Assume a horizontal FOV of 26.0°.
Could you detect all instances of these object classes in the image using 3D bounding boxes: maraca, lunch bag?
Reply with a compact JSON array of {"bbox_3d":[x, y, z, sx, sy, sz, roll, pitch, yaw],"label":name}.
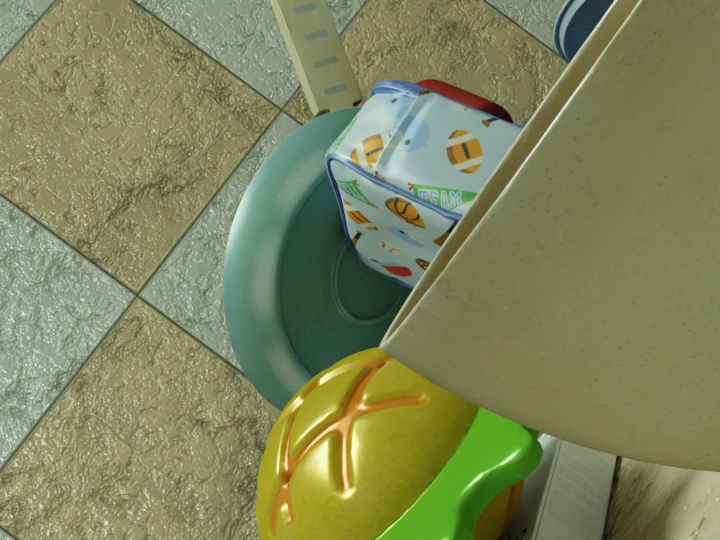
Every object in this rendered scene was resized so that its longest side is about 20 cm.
[{"bbox_3d":[0.018,0.090,0.661,0.137,0.107,0.200,-52,12,-13],"label":"maraca"},{"bbox_3d":[0.074,-0.022,0.892,0.076,0.199,0.161,-55,-23,-17],"label":"lunch bag"}]

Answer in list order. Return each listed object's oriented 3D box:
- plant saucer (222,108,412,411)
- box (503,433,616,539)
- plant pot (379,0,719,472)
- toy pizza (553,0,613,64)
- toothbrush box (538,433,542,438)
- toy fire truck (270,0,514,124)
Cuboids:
[{"bbox_3d":[0.000,0.000,0.984,0.027,0.200,0.201,14,61,46],"label":"plant saucer"},{"bbox_3d":[0.055,0.155,0.700,0.145,0.036,0.200,-55,-2,21],"label":"box"},{"bbox_3d":[0.116,-0.021,0.442,0.201,0.134,0.200,-55,0,0],"label":"plant pot"},{"bbox_3d":[0.224,-0.185,1.038,0.200,0.198,0.032,124,139,-62],"label":"toy pizza"},{"bbox_3d":[0.035,0.146,1.025,0.200,0.086,0.146,-53,-1,33],"label":"toothbrush box"},{"bbox_3d":[0.019,-0.094,1.065,0.176,0.128,0.201,-32,-45,-35],"label":"toy fire truck"}]
